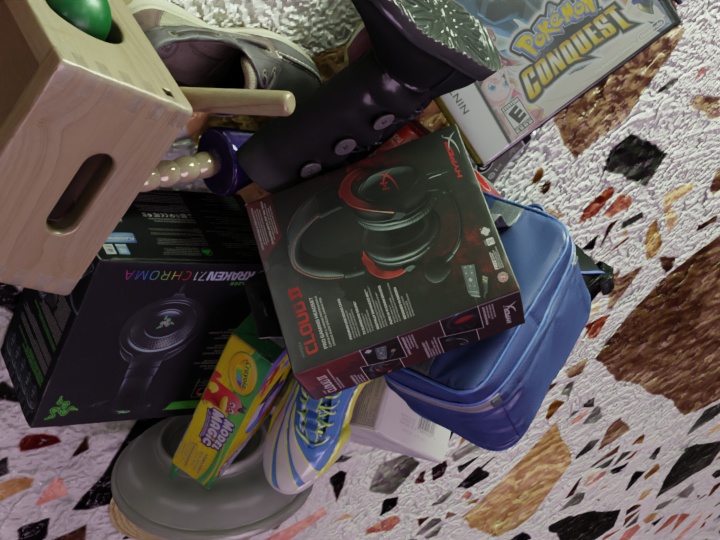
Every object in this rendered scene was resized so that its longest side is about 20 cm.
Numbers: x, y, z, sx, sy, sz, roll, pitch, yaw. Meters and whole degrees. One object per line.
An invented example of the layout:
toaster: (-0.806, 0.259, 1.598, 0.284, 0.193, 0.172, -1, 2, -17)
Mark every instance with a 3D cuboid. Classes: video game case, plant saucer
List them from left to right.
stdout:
plant saucer: (-0.142, 0.180, 1.075, 0.198, 0.200, 0.051, -14, 121, -28)
video game case: (0.125, -0.213, 0.878, 0.199, 0.182, 0.026, -36, -170, 0)

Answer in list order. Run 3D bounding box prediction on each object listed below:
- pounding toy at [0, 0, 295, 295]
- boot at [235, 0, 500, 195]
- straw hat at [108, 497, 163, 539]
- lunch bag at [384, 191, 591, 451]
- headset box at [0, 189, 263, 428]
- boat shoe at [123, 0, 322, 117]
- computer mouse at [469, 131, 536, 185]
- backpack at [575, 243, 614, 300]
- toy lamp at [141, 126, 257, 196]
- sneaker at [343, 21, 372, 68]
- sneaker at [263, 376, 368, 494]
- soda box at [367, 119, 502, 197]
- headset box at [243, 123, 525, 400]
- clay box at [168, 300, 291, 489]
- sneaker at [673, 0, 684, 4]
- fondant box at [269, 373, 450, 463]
pounding toy: (-0.181, -0.103, 0.709, 0.141, 0.185, 0.201, 16, 121, -49)
boot: (-0.018, -0.134, 0.821, 0.199, 0.066, 0.164, -28, 147, 29)
straw hat: (-0.174, 0.274, 1.238, 0.199, 0.085, 0.203, -23, 142, -19)
lunch bag: (0.104, 0.030, 0.937, 0.202, 0.135, 0.133, -59, 148, -17)
headset box: (-0.190, 0.036, 0.943, 0.172, 0.093, 0.201, 1, 132, -41)
boat shoe: (-0.099, -0.146, 0.833, 0.199, 0.065, 0.072, 13, 121, -48)
computer mouse: (0.128, -0.138, 1.053, 0.200, 0.044, 0.109, -47, 141, 17)
backpack: (0.132, 0.040, 1.172, 0.181, 0.147, 0.201, 2, 127, -44)
toy lamp: (-0.154, -0.074, 0.862, 0.198, 0.058, 0.059, -20, 144, -39)
sneaker: (0.084, -0.185, 0.922, 0.198, 0.090, 0.076, -22, 143, -20)
sneaker: (-0.038, 0.101, 0.970, 0.202, 0.075, 0.105, -61, 158, -1)
soda box: (0.061, -0.075, 0.987, 0.070, 0.064, 0.199, -43, 141, 14)
headset box: (0.009, -0.002, 0.858, 0.197, 0.150, 0.075, -20, 156, 4)
clay box: (-0.100, 0.104, 0.980, 0.115, 0.047, 0.201, -49, 169, -51)
sneaker: (0.292, -0.328, 0.945, 0.145, 0.077, 0.202, -37, 144, 6)
fondant box: (-0.025, 0.132, 1.111, 0.144, 0.198, 0.059, 35, 66, -53)
